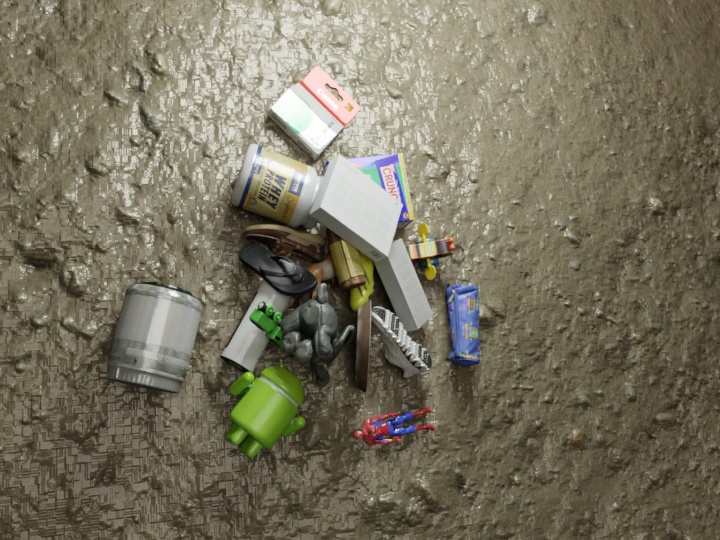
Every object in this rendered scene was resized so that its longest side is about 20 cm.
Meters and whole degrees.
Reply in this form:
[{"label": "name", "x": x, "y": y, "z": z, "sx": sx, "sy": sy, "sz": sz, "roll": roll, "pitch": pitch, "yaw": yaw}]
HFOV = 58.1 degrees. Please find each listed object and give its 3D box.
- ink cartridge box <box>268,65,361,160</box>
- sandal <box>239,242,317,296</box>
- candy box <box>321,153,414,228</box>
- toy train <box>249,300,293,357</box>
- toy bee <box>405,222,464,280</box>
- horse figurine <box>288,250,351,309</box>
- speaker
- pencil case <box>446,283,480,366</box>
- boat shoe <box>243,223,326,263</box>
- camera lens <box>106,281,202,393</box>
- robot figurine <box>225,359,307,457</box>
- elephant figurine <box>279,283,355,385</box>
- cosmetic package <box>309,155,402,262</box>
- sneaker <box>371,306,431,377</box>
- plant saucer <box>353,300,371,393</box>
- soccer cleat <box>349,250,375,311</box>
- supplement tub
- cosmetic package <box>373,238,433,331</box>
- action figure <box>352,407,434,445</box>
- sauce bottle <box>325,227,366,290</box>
[{"label": "ink cartridge box", "x": -0.106, "y": -0.398, "z": 1.595, "sx": 0.161, "sy": 0.050, "sz": 0.201, "roll": 42, "pitch": 71, "yaw": -6}, {"label": "sandal", "x": -0.185, "y": -0.005, "z": 1.413, "sx": 0.197, "sy": 0.043, "sz": 0.076, "roll": 26, "pitch": 55, "yaw": 16}, {"label": "candy box", "x": 0.019, "y": -0.184, "z": 1.574, "sx": 0.196, "sy": 0.077, "sz": 0.173, "roll": -8, "pitch": 83, "yaw": -21}, {"label": "toy train", "x": -0.172, "y": 0.133, "z": 1.405, "sx": 0.057, "sy": 0.041, "sz": 0.200, "roll": -55, "pitch": 140, "yaw": -13}, {"label": "toy bee", "x": 0.180, "y": -0.058, "z": 1.587, "sx": 0.198, "sy": 0.109, "sz": 0.133, "roll": -29, "pitch": 87, "yaw": -22}, {"label": "horse figurine", "x": -0.085, "y": 0.021, "z": 1.484, "sx": 0.198, "sy": 0.049, "sz": 0.135, "roll": -28, "pitch": 114, "yaw": -39}, {"label": "speaker", "x": -0.225, "y": 0.119, "z": 1.426, "sx": 0.080, "sy": 0.081, "sz": 0.203, "roll": 30, "pitch": 71, "yaw": -10}, {"label": "pencil case", "x": 0.250, "y": 0.130, "z": 1.584, "sx": 0.086, "sy": 0.077, "sz": 0.205, "roll": 13, "pitch": 72, "yaw": -46}, {"label": "boat shoe", "x": -0.174, "y": -0.057, "z": 1.488, "sx": 0.196, "sy": 0.072, "sz": 0.074, "roll": 12, "pitch": 76, "yaw": -24}, {"label": "camera lens", "x": -0.416, "y": 0.134, "z": 1.315, "sx": 0.157, "sy": 0.160, "sz": 0.204, "roll": 14, "pitch": 74, "yaw": -15}, {"label": "robot figurine", "x": -0.198, "y": 0.293, "z": 1.376, "sx": 0.175, "sy": 0.115, "sz": 0.201, "roll": 41, "pitch": 71, "yaw": -14}, {"label": "elephant figurine", "x": -0.082, "y": 0.147, "z": 1.406, "sx": 0.153, "sy": 0.200, "sz": 0.144, "roll": -27, "pitch": 65, "yaw": 13}, {"label": "cosmetic package", "x": -0.005, "y": -0.137, "z": 1.451, "sx": 0.199, "sy": 0.051, "sz": 0.153, "roll": 35, "pitch": 57, "yaw": -25}, {"label": "sneaker", "x": 0.080, "y": 0.172, "z": 1.503, "sx": 0.201, "sy": 0.080, "sz": 0.076, "roll": 50, "pitch": 28, "yaw": -15}, {"label": "plant saucer", "x": 0.004, "y": 0.167, "z": 1.437, "sx": 0.031, "sy": 0.200, "sz": 0.205, "roll": 2, "pitch": 77, "yaw": 0}, {"label": "soccer cleat", "x": 0.000, "y": 0.000, "z": 1.527, "sx": 0.083, "sy": 0.064, "sz": 0.203, "roll": 30, "pitch": 59, "yaw": -24}, {"label": "supplement tub", "x": -0.182, "y": -0.185, "z": 1.471, "sx": 0.196, "sy": 0.144, "sz": 0.147, "roll": 20, "pitch": 73, "yaw": -13}, {"label": "cosmetic package", "x": 0.099, "y": 0.036, "z": 1.536, "sx": 0.082, "sy": 0.050, "sz": 0.203, "roll": -33, "pitch": 103, "yaw": -52}, {"label": "action figure", "x": 0.075, "y": 0.361, "z": 1.495, "sx": 0.196, "sy": 0.052, "sz": 0.067, "roll": -9, "pitch": 85, "yaw": -18}, {"label": "sauce bottle", "x": -0.041, "y": -0.059, "z": 1.467, "sx": 0.065, "sy": 0.066, "sz": 0.204, "roll": -11, "pitch": 81, "yaw": -20}]
